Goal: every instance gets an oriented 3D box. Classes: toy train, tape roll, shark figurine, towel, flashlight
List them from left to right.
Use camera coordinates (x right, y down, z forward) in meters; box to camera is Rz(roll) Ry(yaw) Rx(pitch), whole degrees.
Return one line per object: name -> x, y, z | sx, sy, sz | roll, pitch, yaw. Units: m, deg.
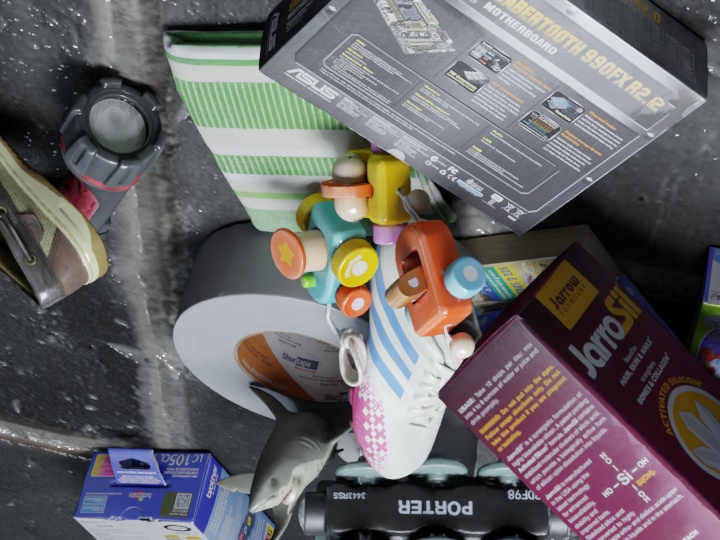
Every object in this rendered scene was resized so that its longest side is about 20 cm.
flashlight -> -0.192, -0.058, 1.158 | 0.068, 0.068, 0.200 | 47, 145, -2
shark figurine -> -0.059, 0.128, 1.293 | 0.089, 0.128, 0.215 | 40, 168, 5
tape roll -> -0.036, 0.045, 1.258 | 0.198, 0.067, 0.201 | 11, 149, 7
towel -> -0.031, -0.085, 1.087 | 0.151, 0.024, 0.201 | 2, 149, 21
toy train -> 0.000, 0.000, 1.045 | 0.055, 0.152, 0.200 | -7, 166, -27
toy train -> 0.053, 0.185, 1.244 | 0.197, 0.086, 0.114 | 0, 158, -2

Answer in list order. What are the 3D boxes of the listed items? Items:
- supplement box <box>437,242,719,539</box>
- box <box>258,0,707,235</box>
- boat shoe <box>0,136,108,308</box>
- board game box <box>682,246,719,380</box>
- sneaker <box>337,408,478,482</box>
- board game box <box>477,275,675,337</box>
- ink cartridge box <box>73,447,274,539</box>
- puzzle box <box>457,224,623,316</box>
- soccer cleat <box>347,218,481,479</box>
supplement box -> 0.158, 0.096, 1.023 | 0.200, 0.110, 0.086 | 44, 127, 2
box -> 0.067, -0.118, 0.938 | 0.199, 0.049, 0.158 | 29, 136, -24
boat shoe -> -0.256, -0.049, 1.129 | 0.199, 0.065, 0.074 | 35, 144, 22
board game box -> 0.320, 0.054, 1.140 | 0.197, 0.045, 0.135 | 10, 149, 8
sneaker -> 0.028, 0.152, 1.359 | 0.073, 0.117, 0.200 | 25, 150, -21
board game box -> 0.180, 0.100, 1.171 | 0.134, 0.045, 0.200 | -17, 125, 44
ink cartridge box -> -0.180, 0.236, 1.623 | 0.135, 0.077, 0.200 | -2, 148, 24
puzzle box -> 0.141, 0.039, 1.213 | 0.132, 0.026, 0.200 | -8, 143, 32
soccer cleat -> 0.040, 0.064, 1.128 | 0.086, 0.069, 0.202 | 26, 128, 39
